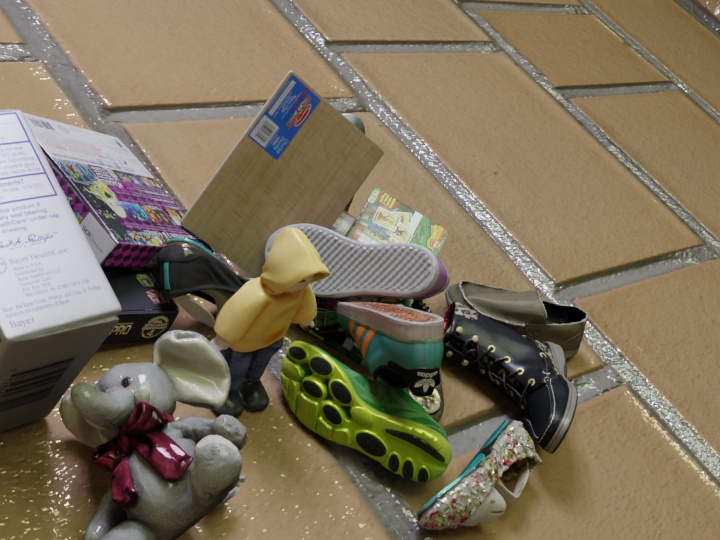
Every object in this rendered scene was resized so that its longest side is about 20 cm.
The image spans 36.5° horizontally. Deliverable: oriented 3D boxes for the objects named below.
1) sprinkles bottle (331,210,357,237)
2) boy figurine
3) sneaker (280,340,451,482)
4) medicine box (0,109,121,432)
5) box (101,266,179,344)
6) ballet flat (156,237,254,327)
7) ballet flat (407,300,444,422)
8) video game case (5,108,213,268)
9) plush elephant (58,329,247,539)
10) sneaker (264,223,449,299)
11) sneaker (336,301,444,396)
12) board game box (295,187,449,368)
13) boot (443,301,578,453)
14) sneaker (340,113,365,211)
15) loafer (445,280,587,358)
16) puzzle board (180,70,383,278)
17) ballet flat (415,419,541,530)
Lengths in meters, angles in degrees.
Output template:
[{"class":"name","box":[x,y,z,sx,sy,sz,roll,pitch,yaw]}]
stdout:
[{"class":"sprinkles bottle","box":[-0.065,-0.059,1.296,0.198,0.069,0.068,30,34,-2]},{"class":"boy figurine","box":[-0.083,0.046,1.031,0.123,0.201,0.065,-8,48,-47]},{"class":"sneaker","box":[0.004,0.142,1.104,0.199,0.075,0.084,34,13,5]},{"class":"medicine box","box":[-0.306,0.006,0.885,0.102,0.182,0.202,-15,68,-43]},{"class":"box","box":[-0.291,-0.013,1.064,0.160,0.049,0.201,0,45,-49]},{"class":"ballet flat","box":[-0.137,0.030,1.118,0.199,0.067,0.069,27,62,-49]},{"class":"ballet flat","box":[0.063,0.094,1.217,0.067,0.047,0.201,20,36,-15]},{"class":"video game case","box":[-0.255,-0.077,1.106,0.182,0.036,0.200,48,13,13]},{"class":"plush elephant","box":[-0.175,0.137,0.887,0.155,0.164,0.200,52,8,8]},{"class":"sneaker","box":[0.000,0.001,1.188,0.198,0.074,0.114,12,-2,18]},{"class":"sneaker","box":[0.023,0.076,1.105,0.070,0.081,0.200,0,6,-20]},{"class":"board game box","box":[0.017,0.007,1.238,0.104,0.023,0.201,31,61,-3]},{"class":"boot","box":[0.161,0.117,1.235,0.152,0.074,0.204,25,23,-6]},{"class":"sneaker","box":[-0.042,-0.122,1.303,0.079,0.201,0.071,22,62,3]},{"class":"loafer","box":[0.198,0.047,1.359,0.198,0.070,0.076,16,36,-21]},{"class":"puzzle board","box":[-0.083,-0.093,1.189,0.150,0.201,0.017,37,-2,-32]},{"class":"ballet flat","box":[0.129,0.213,1.096,0.064,0.076,0.199,46,38,10]}]
